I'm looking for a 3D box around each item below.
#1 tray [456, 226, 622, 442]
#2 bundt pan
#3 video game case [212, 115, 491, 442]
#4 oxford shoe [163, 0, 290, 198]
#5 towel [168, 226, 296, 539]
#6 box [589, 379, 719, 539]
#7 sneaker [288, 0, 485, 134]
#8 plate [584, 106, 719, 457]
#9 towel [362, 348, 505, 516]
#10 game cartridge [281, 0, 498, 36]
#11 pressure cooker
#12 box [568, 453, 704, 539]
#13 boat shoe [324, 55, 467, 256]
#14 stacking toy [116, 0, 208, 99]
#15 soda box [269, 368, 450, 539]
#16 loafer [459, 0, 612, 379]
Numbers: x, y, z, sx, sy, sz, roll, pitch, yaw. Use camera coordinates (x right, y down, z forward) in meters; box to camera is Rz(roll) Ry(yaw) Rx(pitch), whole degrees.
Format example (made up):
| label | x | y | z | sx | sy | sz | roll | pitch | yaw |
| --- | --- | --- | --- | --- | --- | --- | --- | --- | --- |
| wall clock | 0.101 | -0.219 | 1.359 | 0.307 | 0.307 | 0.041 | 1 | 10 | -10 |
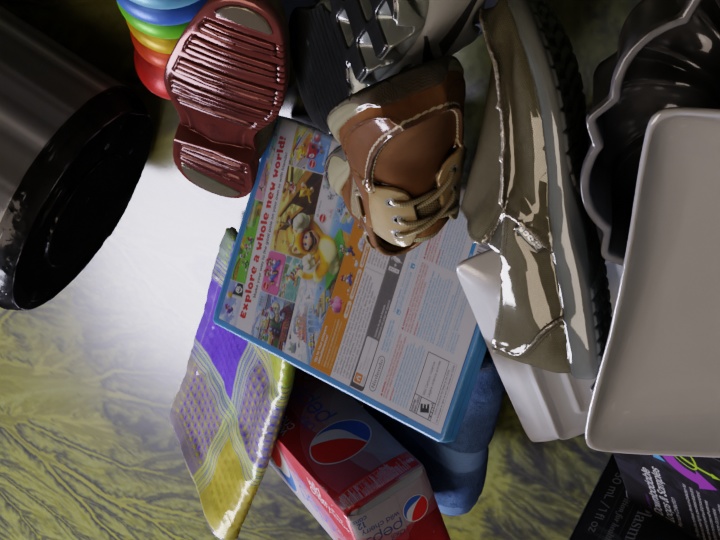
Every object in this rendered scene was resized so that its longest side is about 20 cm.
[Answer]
| label | x | y | z | sx | sy | sz | roll | pitch | yaw |
| --- | --- | --- | --- | --- | --- | --- | --- | --- | --- |
| tray | 0.130 | 0.041 | 0.821 | 0.106 | 0.022 | 0.201 | -22 | 141 | 5 |
| bundt pan | 0.201 | -0.074 | 0.681 | 0.199 | 0.076 | 0.204 | 0 | 127 | 1 |
| video game case | 0.000 | 0.000 | 0.873 | 0.199 | 0.018 | 0.145 | 24 | 101 | 35 |
| oxford shoe | -0.074 | -0.120 | 0.839 | 0.070 | 0.075 | 0.200 | 23 | 154 | -4 |
| towel | -0.094 | 0.084 | 1.017 | 0.144 | 0.023 | 0.201 | 64 | 143 | 40 |
| box | 0.232 | 0.134 | 0.811 | 0.199 | 0.036 | 0.143 | 27 | 158 | 34 |
| sneaker | 0.020 | -0.127 | 0.754 | 0.200 | 0.088 | 0.075 | -22 | 86 | 69 |
| plate | 0.216 | 0.008 | 0.675 | 0.197 | 0.032 | 0.202 | 3 | 125 | -2 |
| towel | 0.045 | 0.082 | 0.941 | 0.112 | 0.048 | 0.201 | 47 | 152 | 28 |
| game cartridge | 0.025 | -0.183 | 0.779 | 0.199 | 0.042 | 0.134 | -25 | 105 | 45 |
| pressure cooker | -0.264 | -0.090 | 0.960 | 0.199 | 0.179 | 0.177 | 33 | 107 | 7 |
| box | 0.215 | 0.247 | 0.889 | 0.194 | 0.200 | 0.125 | 15 | 134 | 23 |
| boat shoe | 0.028 | -0.054 | 0.750 | 0.200 | 0.075 | 0.075 | 103 | 143 | -81 |
| stacking toy | -0.112 | -0.161 | 0.834 | 0.085 | 0.086 | 0.200 | 30 | 158 | 9 |
| soda box | -0.017 | 0.133 | 0.985 | 0.200 | 0.063 | 0.071 | 38 | 152 | 57 |
| loafer | 0.079 | -0.040 | 0.705 | 0.069 | 0.075 | 0.203 | -6 | 102 | 19 |
